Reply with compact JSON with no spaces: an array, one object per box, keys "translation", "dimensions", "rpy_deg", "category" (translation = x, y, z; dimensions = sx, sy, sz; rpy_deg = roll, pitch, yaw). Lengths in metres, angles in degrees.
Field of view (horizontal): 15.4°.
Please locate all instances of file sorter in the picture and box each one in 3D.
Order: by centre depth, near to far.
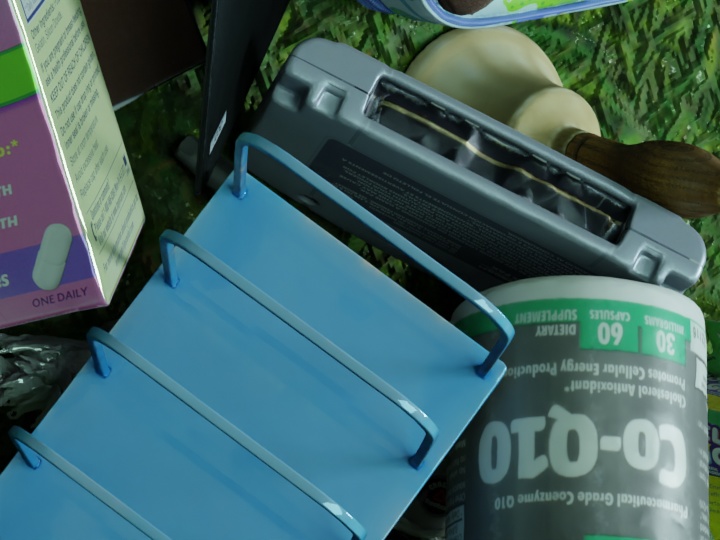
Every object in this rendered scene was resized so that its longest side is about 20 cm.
[{"translation":[-0.052,0.067,1.014],"dimensions":[0.139,0.123,0.200],"rpy_deg":[36,80,5],"category":"file sorter"}]

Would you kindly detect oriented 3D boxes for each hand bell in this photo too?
[{"translation":[0.106,-0.052,1.203],"dimensions":[0.104,0.200,0.105],"rpy_deg":[-6,103,-30],"category":"hand bell"}]

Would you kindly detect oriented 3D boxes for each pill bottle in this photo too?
[{"translation":[0.091,0.112,1.118],"dimensions":[0.113,0.113,0.201],"rpy_deg":[13,69,-33],"category":"pill bottle"}]

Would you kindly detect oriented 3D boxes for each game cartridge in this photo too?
[{"translation":[0.044,-0.031,1.184],"dimensions":[0.199,0.133,0.041],"rpy_deg":[27,68,-6],"category":"game cartridge"}]

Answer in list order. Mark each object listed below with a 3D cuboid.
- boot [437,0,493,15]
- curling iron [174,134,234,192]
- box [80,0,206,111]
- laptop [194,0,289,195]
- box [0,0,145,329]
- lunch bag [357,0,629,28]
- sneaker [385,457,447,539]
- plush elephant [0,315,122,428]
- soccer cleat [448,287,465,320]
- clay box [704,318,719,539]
[{"translation":[0.045,-0.222,1.109],"dimensions":[0.166,0.072,0.201],"rpy_deg":[33,80,-60],"category":"boot"},{"translation":[0.000,0.000,1.207],"dimensions":[0.200,0.026,0.050],"rpy_deg":[32,49,-3],"category":"curling iron"},{"translation":[-0.149,-0.160,1.101],"dimensions":[0.100,0.075,0.201],"rpy_deg":[-29,112,-24],"category":"box"},{"translation":[-0.085,-0.170,1.099],"dimensions":[0.200,0.103,0.178],"rpy_deg":[42,36,-17],"category":"laptop"},{"translation":[-0.198,-0.074,1.024],"dimensions":[0.175,0.097,0.201],"rpy_deg":[-12,109,9],"category":"box"},{"translation":[0.062,-0.215,1.212],"dimensions":[0.160,0.082,0.201],"rpy_deg":[-14,107,-30],"category":"lunch bag"},{"translation":[0.014,0.122,1.204],"dimensions":[0.074,0.089,0.201],"rpy_deg":[19,60,-8],"category":"sneaker"},{"translation":[-0.074,0.104,1.151],"dimensions":[0.199,0.165,0.156],"rpy_deg":[0,104,-26],"category":"plush elephant"},{"translation":[0.102,0.072,1.263],"dimensions":[0.067,0.081,0.201],"rpy_deg":[-15,79,-33],"category":"soccer cleat"},{"translation":[0.164,0.122,1.321],"dimensions":[0.047,0.115,0.201],"rpy_deg":[-22,111,-36],"category":"clay box"}]
